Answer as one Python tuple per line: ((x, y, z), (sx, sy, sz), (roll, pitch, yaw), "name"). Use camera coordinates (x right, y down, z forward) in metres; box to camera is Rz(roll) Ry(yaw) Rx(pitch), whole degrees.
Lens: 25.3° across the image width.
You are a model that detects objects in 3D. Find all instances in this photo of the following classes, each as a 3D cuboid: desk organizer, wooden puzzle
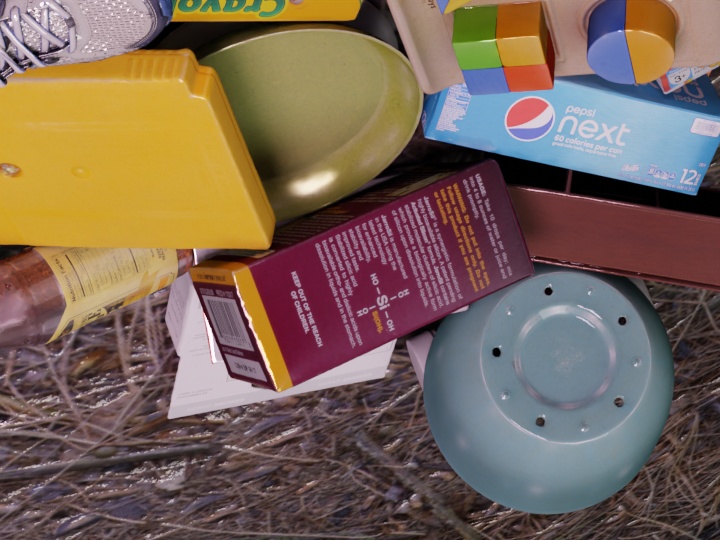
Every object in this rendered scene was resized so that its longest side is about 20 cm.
((0.178, -0.049, 1.146), (0.198, 0.072, 0.077), (9, 144, 6), "desk organizer")
((0.113, -0.160, 0.921), (0.198, 0.047, 0.186), (-6, 148, 14), "wooden puzzle")

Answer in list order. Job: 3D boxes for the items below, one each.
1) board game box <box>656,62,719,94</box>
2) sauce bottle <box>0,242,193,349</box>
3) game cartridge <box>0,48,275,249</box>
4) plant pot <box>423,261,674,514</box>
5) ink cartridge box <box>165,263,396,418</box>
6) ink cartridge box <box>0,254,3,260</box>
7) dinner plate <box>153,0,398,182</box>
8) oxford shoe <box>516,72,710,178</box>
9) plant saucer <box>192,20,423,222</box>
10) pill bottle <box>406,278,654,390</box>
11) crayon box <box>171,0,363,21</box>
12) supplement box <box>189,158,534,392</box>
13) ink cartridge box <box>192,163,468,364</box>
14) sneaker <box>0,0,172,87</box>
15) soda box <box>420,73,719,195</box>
((0.196, -0.222, 0.996), (0.102, 0.105, 0.200), (-27, 148, 6), "board game box")
((-0.206, 0.012, 1.064), (0.199, 0.066, 0.066), (-26, 152, -29), "sauce bottle")
((-0.165, -0.071, 0.969), (0.198, 0.033, 0.177), (1, 149, 12), "game cartridge")
((0.147, 0.077, 1.219), (0.199, 0.202, 0.161), (-22, 168, -3), "plant pot")
((-0.055, 0.034, 1.260), (0.198, 0.044, 0.174), (-9, 145, -22), "ink cartridge box")
((-0.339, 0.018, 1.057), (0.199, 0.044, 0.197), (-24, 148, -2), "ink cartridge box")
((-0.064, -0.108, 1.070), (0.198, 0.024, 0.201), (-16, 146, -11), "dinner plate")
((0.183, -0.132, 1.152), (0.072, 0.072, 0.200), (10, 135, -34), "oxford shoe")
((-0.058, -0.097, 1.028), (0.198, 0.031, 0.201), (-14, 150, -8), "plant saucer")
((0.146, 0.061, 1.361), (0.198, 0.113, 0.113), (-21, 147, -3), "pill bottle")
((-0.080, -0.201, 0.893), (0.198, 0.059, 0.119), (-5, 143, -27), "crayon box")
((0.000, 0.000, 1.077), (0.199, 0.086, 0.110), (-24, -170, -19), "supplement box")
((-0.026, -0.007, 1.159), (0.198, 0.110, 0.050), (-12, -171, -18), "ink cartridge box")
((-0.193, -0.121, 0.834), (0.198, 0.086, 0.077), (-2, 132, 19), "sneaker")
((0.141, -0.112, 1.084), (0.198, 0.068, 0.065), (11, 124, -13), "soda box")
